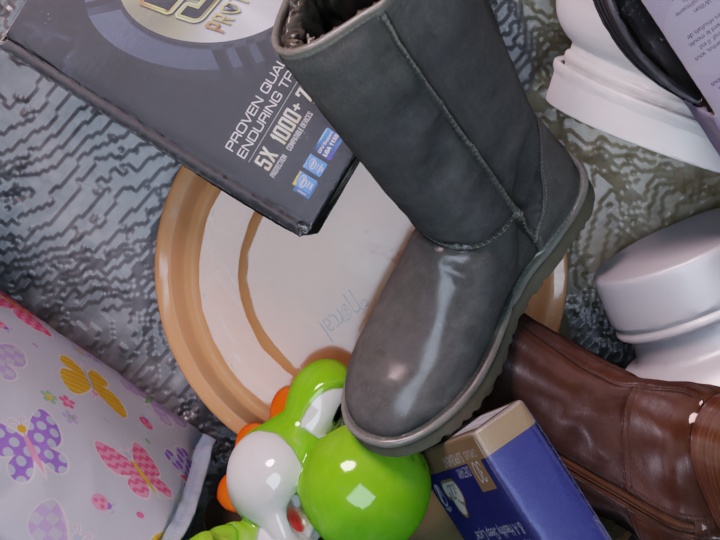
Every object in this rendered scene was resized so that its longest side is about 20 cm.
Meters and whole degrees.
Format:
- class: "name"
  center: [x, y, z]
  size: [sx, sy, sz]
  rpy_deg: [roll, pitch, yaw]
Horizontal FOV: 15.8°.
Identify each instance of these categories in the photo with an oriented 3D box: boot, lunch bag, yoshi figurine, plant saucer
- class: "boot"
  center: [0.119, 0.114, 1.175]
  size: [0.064, 0.200, 0.187]
  rpy_deg: [-22, 114, -33]
- class: "lunch bag"
  center: [-0.169, 0.099, 1.188]
  size: [0.169, 0.200, 0.127]
  rpy_deg: [35, 100, -7]
- class: "boot"
  center: [0.017, -0.038, 1.109]
  size: [0.072, 0.200, 0.182]
  rpy_deg: [20, 70, 31]
- class: "yoshi figurine"
  center: [-0.034, 0.140, 1.183]
  size: [0.112, 0.112, 0.201]
  rpy_deg: [25, 85, 5]
- class: "plant saucer"
  center: [0.000, 0.000, 1.242]
  size: [0.199, 0.032, 0.201]
  rpy_deg: [0, 96, 3]

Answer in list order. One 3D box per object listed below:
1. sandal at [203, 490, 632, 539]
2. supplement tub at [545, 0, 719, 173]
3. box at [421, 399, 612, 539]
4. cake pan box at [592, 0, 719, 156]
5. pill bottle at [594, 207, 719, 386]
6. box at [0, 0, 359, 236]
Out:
- class: "sandal"
  center: [0.032, 0.136, 1.273]
  size: [0.211, 0.078, 0.070]
  rpy_deg: [-3, 133, 8]
- class: "supplement tub"
  center: [0.171, -0.151, 1.162]
  size: [0.144, 0.144, 0.201]
  rpy_deg: [18, 101, -3]
- class: "box"
  center: [0.100, 0.153, 1.152]
  size: [0.032, 0.121, 0.200]
  rpy_deg: [-34, 89, -14]
- class: "cake pan box"
  center: [0.189, -0.151, 1.063]
  size: [0.200, 0.052, 0.184]
  rpy_deg: [-38, 107, 0]
- class: "pill bottle"
  center: [0.188, 0.077, 1.219]
  size: [0.119, 0.120, 0.201]
  rpy_deg: [-23, 100, 5]
- class: "box"
  center: [-0.039, -0.141, 1.176]
  size: [0.163, 0.086, 0.200]
  rpy_deg: [33, 93, 2]
